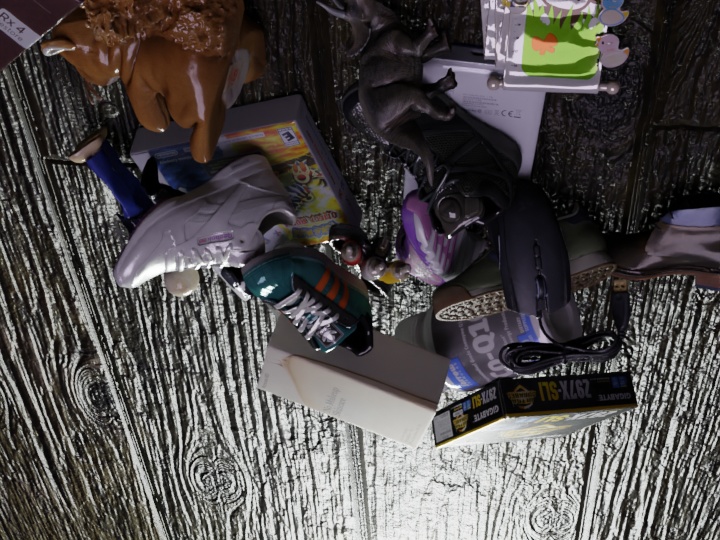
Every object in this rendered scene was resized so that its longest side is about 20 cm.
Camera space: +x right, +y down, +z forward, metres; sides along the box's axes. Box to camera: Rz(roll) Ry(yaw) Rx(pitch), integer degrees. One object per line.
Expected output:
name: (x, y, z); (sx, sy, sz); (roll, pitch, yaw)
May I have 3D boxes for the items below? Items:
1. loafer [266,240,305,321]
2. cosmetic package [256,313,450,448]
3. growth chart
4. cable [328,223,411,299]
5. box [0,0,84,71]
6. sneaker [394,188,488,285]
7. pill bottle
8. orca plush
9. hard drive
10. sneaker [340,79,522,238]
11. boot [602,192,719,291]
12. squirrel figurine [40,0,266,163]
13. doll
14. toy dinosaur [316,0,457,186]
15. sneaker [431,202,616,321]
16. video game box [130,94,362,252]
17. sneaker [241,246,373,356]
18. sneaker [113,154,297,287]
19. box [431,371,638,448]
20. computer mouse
loafer: (-0.076, 0.019, 1.484); (0.069, 0.071, 0.201); (-1, 149, -1)
cosmetic package: (-0.009, 0.115, 1.448); (0.197, 0.074, 0.104); (19, 146, 1)
growth chart: (0.169, -0.241, 1.165); (0.142, 0.018, 0.202); (-3, 130, 13)
cable: (0.000, 0.000, 1.427); (0.096, 0.051, 0.200); (21, 163, -1)
box: (-0.338, -0.286, 1.117); (0.199, 0.166, 0.165); (-26, 129, 36)
sneaker: (0.072, -0.029, 1.386); (0.087, 0.082, 0.200); (11, 164, 24)
pill bottle: (0.143, 0.074, 1.486); (0.198, 0.115, 0.114); (-21, 132, 31)
orca plush: (-0.156, -0.052, 1.390); (0.071, 0.105, 0.200); (-44, 116, -6)
hard drive: (0.113, -0.140, 1.307); (0.130, 0.026, 0.202); (7, 140, 4)
sneaker: (0.067, -0.108, 1.248); (0.198, 0.115, 0.076); (29, 135, -18)
boot: (0.320, -0.043, 1.368); (0.197, 0.075, 0.098); (8, 117, 17)
squirrel figurine: (-0.200, -0.222, 1.197); (0.184, 0.143, 0.201); (21, 153, 10)
doll: (-0.235, -0.059, 1.401); (0.048, 0.137, 0.201); (-30, 107, 8)
toy dinosaur: (0.035, -0.175, 1.201); (0.101, 0.077, 0.203); (-12, 92, 17)
sneaker: (0.161, -0.014, 1.356); (0.197, 0.091, 0.067); (-15, 159, -5)
video game box: (-0.121, -0.094, 1.396); (0.197, 0.047, 0.183); (-9, 140, 21)
sneaker: (-0.044, 0.036, 1.332); (0.071, 0.081, 0.199); (-32, 150, 24)
sneaker: (-0.151, -0.034, 1.283); (0.100, 0.199, 0.075); (51, 161, 14)
box: (0.207, 0.167, 1.552); (0.197, 0.050, 0.159); (-1, 159, -29)
computer mouse: (0.202, -0.001, 1.293); (0.138, 0.203, 0.046); (-2, 166, -5)
